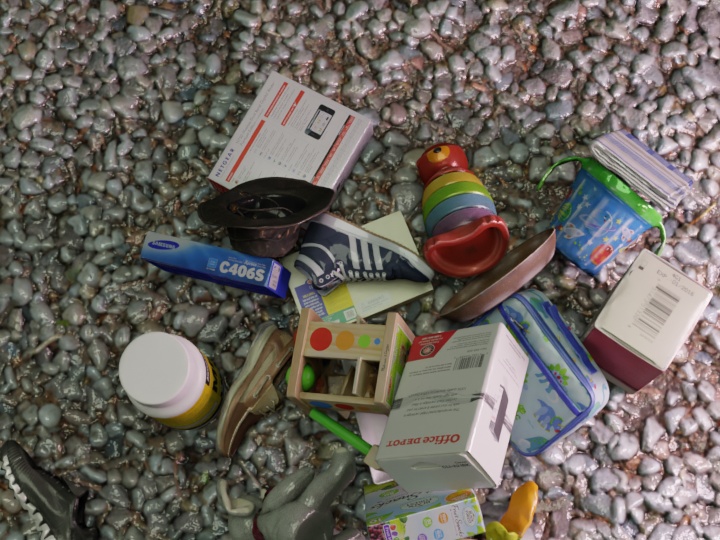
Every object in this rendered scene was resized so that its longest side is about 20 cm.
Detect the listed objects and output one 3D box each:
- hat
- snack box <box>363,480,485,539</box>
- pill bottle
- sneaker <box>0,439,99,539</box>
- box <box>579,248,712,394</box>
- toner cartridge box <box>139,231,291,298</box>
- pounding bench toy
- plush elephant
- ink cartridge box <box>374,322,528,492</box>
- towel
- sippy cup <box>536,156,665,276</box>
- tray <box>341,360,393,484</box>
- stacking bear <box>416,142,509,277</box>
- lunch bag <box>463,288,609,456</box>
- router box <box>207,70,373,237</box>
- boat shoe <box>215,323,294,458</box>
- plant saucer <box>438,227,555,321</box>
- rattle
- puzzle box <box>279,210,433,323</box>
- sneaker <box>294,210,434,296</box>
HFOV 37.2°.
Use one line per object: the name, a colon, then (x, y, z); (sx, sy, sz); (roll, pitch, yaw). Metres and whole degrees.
hat: (-0.128, -0.064, 1.508); (0.198, 0.201, 0.082); (-4, 113, 3)
snack box: (0.078, 0.309, 1.395); (0.141, 0.200, 0.053); (-17, 93, 0)
pill bottle: (-0.258, 0.152, 1.465); (0.113, 0.200, 0.115); (-1, 75, 4)
sneaker: (-0.432, 0.316, 1.505); (0.090, 0.067, 0.201); (-32, 79, -8)
box: (0.374, 0.074, 1.440); (0.109, 0.200, 0.128); (34, 79, 11)
toner cartridge box: (-0.208, -0.007, 1.547); (0.198, 0.095, 0.044); (13, 80, 14)
pounding bench toy: (-0.021, 0.167, 1.448); (0.154, 0.124, 0.202); (2, 68, 19)
plush elephant: (-0.109, 0.337, 1.442); (0.154, 0.166, 0.199); (13, 34, 43)
ink cartridge box: (0.119, 0.178, 1.373); (0.143, 0.084, 0.201); (-13, 41, 37)
towel: (0.401, -0.145, 1.517); (0.147, 0.200, 0.024); (41, 115, 12)
sippy cup: (0.335, -0.070, 1.519); (0.131, 0.139, 0.178); (-50, 49, 11)
tray: (0.045, 0.196, 1.511); (0.106, 0.022, 0.202); (-15, 65, -1)
stacking bear: (0.135, -0.101, 1.546); (0.121, 0.114, 0.201); (-22, 54, 11)
lunch bag: (0.232, 0.135, 1.459); (0.161, 0.082, 0.201); (-43, 72, 32)
router box: (-0.104, -0.177, 1.622); (0.178, 0.049, 0.201); (28, 78, 11)
boat shoe: (-0.145, 0.175, 1.517); (0.071, 0.076, 0.201); (22, 79, 8)
plant saucer: (0.195, 0.012, 1.479); (0.200, 0.200, 0.032); (-37, 92, -6)
rattle: (0.134, 0.333, 1.418); (0.198, 0.130, 0.144); (14, 84, -1)
puzzle box: (-0.007, 0.008, 1.577); (0.198, 0.025, 0.134); (-21, 75, -2)
sneaker: (0.000, 0.000, 1.529); (0.199, 0.070, 0.109); (25, 77, 13)
